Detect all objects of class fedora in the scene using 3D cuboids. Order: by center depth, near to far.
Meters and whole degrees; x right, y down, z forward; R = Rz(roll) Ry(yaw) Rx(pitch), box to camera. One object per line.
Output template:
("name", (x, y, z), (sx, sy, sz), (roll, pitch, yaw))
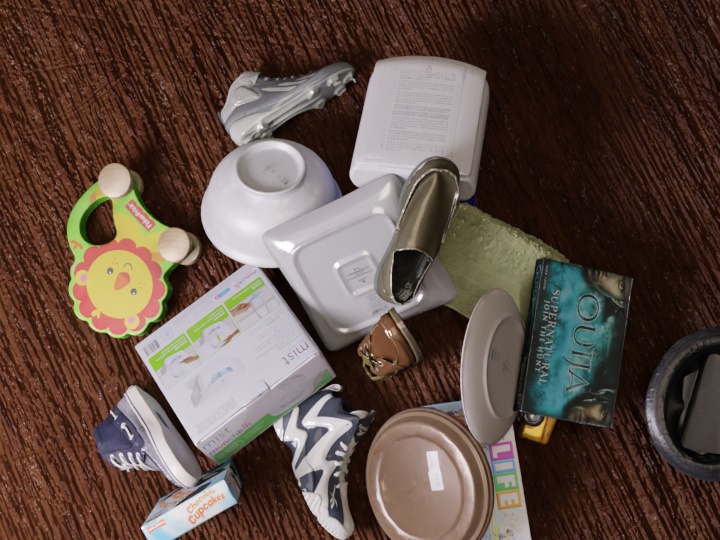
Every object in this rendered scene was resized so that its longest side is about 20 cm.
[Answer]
("fedora", (0.463, 0.177, 1.566), (0.198, 0.092, 0.203), (0, 80, 1))

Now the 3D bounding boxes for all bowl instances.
("bowl", (-0.120, -0.110, 1.590), (0.199, 0.091, 0.203), (0, 54, 0))

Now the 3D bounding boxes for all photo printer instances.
("photo printer", (0.082, -0.195, 1.550), (0.164, 0.070, 0.202), (6, 60, 8))

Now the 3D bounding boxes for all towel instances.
("towel", (0.165, -0.003, 1.576), (0.199, 0.037, 0.149), (25, 115, -15))

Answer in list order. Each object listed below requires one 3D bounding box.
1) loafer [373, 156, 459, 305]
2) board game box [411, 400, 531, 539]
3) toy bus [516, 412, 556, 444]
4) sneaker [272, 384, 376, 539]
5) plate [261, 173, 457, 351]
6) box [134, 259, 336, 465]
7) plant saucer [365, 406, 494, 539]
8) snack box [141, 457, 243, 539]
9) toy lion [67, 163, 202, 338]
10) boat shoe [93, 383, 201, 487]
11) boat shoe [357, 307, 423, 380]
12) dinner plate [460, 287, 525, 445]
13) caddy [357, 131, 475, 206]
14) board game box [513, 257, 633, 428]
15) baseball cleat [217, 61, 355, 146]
("loafer", (0.077, -0.042, 1.463), (0.074, 0.070, 0.202), (13, 108, -16))
("board game box", (0.147, 0.275, 1.587), (0.133, 0.034, 0.202), (-9, 80, -1))
("toy bus", (0.268, 0.136, 1.592), (0.077, 0.065, 0.202), (16, 81, 1))
("sneaker", (-0.024, 0.244, 1.573), (0.129, 0.079, 0.200), (-28, 71, 5))
("plate", (0.000, 0.000, 1.538), (0.198, 0.032, 0.201), (-24, 115, 13))
("box", (-0.165, 0.120, 1.562), (0.199, 0.097, 0.177), (-37, 62, -5))
("plant saucer", (0.082, 0.279, 1.534), (0.198, 0.029, 0.203), (2, 94, 37))
("snack box", (-0.210, 0.294, 1.508), (0.115, 0.200, 0.037), (-30, 91, -4))
("toy lion", (-0.333, -0.016, 1.639), (0.192, 0.069, 0.200), (-44, 82, 2))
("boat shoe", (-0.282, 0.241, 1.551), (0.093, 0.075, 0.200), (-45, 40, 0))
("boat shoe", (0.035, 0.107, 1.533), (0.068, 0.200, 0.072), (-29, 72, -7))
("dinner plate", (0.180, 0.124, 1.519), (0.024, 0.200, 0.202), (1, 79, 31))
("caddy", (0.073, -0.129, 1.618), (0.140, 0.105, 0.201), (-25, 64, -10))
("board game box", (0.279, 0.095, 1.543), (0.134, 0.028, 0.202), (11, 83, -15))
("baseball cleat", (-0.109, -0.258, 1.665), (0.199, 0.070, 0.107), (-32, 71, -10))
